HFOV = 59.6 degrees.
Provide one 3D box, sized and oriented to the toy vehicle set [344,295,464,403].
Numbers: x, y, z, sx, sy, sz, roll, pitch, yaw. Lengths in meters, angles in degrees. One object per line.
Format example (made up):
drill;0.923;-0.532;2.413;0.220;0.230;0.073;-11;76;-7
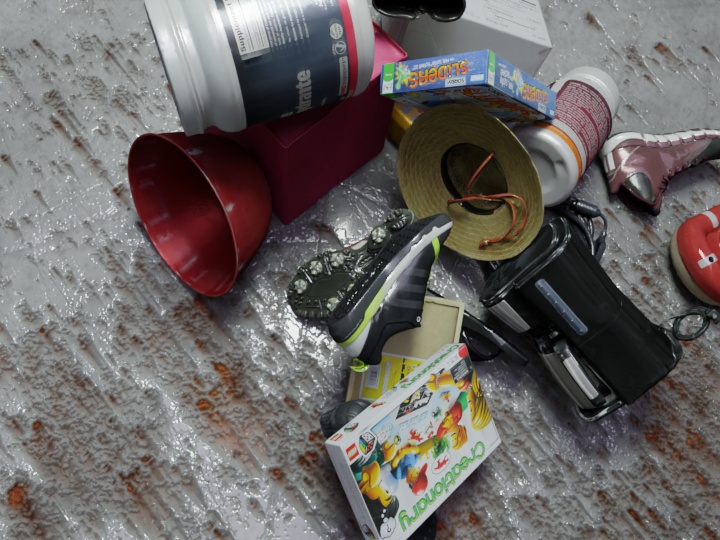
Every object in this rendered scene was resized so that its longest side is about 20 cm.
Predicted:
toy vehicle set;0.047;0.128;0.746;0.120;0.027;0.207;10;91;-3

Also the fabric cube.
fabric cube;-0.083;-0.225;0.797;0.199;0.200;0.197;-39;78;-18

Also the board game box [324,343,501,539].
board game box;0.063;0.184;0.673;0.198;0.034;0.129;-31;104;-34

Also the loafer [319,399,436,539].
loafer;0.023;0.233;0.708;0.204;0.069;0.068;60;39;-15

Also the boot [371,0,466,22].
boot;0.029;-0.344;0.716;0.193;0.069;0.133;8;55;10

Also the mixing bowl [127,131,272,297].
mixing bowl;-0.177;-0.085;0.757;0.200;0.201;0.108;45;51;10

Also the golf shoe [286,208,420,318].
golf shoe;0.000;0.000;0.802;0.196;0.088;0.079;-29;82;8

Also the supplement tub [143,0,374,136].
supplement tub;-0.095;-0.221;0.614;0.195;0.141;0.144;-20;74;-13

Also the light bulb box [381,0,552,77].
light bulb box;0.135;-0.346;0.862;0.192;0.126;0.205;12;53;-16

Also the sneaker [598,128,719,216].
sneaker;0.445;-0.136;0.908;0.193;0.076;0.120;-2;76;3

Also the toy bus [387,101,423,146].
toy bus;0.061;-0.234;0.889;0.078;0.065;0.200;-40;80;-18

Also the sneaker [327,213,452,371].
sneaker;0.044;0.025;0.707;0.083;0.071;0.201;47;75;-16

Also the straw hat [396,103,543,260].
straw hat;0.147;-0.119;0.771;0.200;0.202;0.085;42;49;9

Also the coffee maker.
coffee maker;0.270;0.040;0.745;0.192;0.135;0.201;-43;98;1

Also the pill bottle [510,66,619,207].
pill bottle;0.277;-0.189;0.861;0.113;0.115;0.200;38;57;7

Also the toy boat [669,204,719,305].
toy boat;0.526;-0.040;0.847;0.195;0.131;0.133;-22;74;-14

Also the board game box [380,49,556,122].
board game box;0.131;-0.206;0.731;0.132;0.197;0.036;6;94;37

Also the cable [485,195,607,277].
cable;0.243;-0.033;0.852;0.161;0.051;0.202;34;71;5

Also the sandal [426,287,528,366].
sandal;0.120;0.072;0.799;0.197;0.075;0.049;32;95;12
